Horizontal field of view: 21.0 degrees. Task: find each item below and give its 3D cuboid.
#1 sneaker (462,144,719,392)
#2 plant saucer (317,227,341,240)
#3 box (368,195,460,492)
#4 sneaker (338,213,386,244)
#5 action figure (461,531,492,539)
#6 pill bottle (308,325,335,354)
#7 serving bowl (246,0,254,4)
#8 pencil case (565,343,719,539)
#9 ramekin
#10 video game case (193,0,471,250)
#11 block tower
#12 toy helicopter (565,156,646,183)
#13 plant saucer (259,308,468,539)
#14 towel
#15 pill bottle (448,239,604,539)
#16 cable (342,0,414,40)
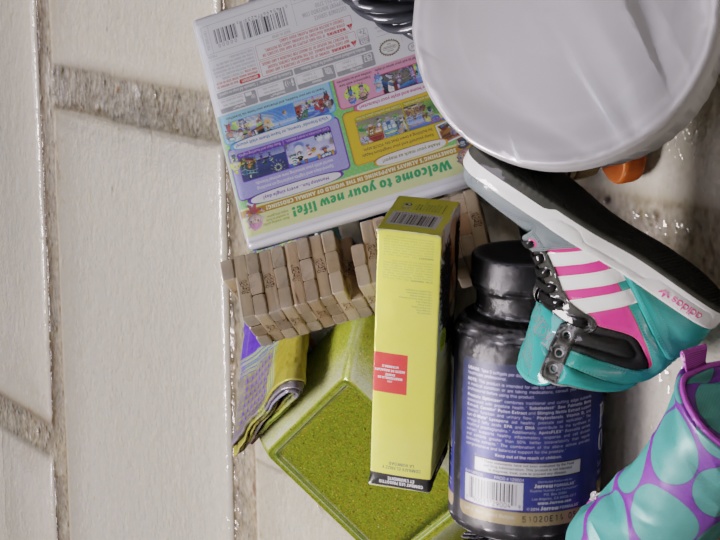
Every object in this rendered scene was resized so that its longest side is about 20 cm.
[{"bbox_3d":[0.128,0.011,1.272,0.121,0.200,0.084,-54,5,21],"label":"sneaker"},{"bbox_3d":[-0.027,-0.088,1.615,0.200,0.027,0.201,175,90,-90],"label":"plant saucer"},{"bbox_3d":[0.039,0.053,1.390,0.075,0.050,0.201,-58,-27,-63],"label":"box"},{"bbox_3d":[0.036,-0.111,1.484,0.077,0.111,0.201,-7,-83,-80],"label":"sneaker"},{"bbox_3d":[0.079,0.300,1.506,0.119,0.102,0.201,-51,-30,-70],"label":"action figure"},{"bbox_3d":[-0.001,0.068,1.595,0.111,0.111,0.200,64,145,29],"label":"pill bottle"},{"bbox_3d":[-0.033,-0.251,1.557,0.201,0.066,0.200,-62,3,7],"label":"serving bowl"},{"bbox_3d":[0.204,0.144,1.278,0.093,0.085,0.200,58,142,27],"label":"pencil case"},{"bbox_3d":[0.143,-0.156,1.234,0.201,0.094,0.204,-3,83,24],"label":"ramekin"},{"bbox_3d":[-0.013,-0.129,1.446,0.022,0.199,0.183,13,-118,-74],"label":"video game case"},{"bbox_3d":[0.000,0.000,1.451,0.054,0.199,0.058,61,-164,-62],"label":"block tower"},{"bbox_3d":[0.123,-0.126,1.376,0.200,0.078,0.133,-161,60,-71],"label":"toy helicopter"},{"bbox_3d":[0.017,0.149,1.527,0.200,0.048,0.200,44,137,0],"label":"plant saucer"},{"bbox_3d":[-0.070,0.037,1.571,0.144,0.023,0.201,130,148,-56],"label":"towel"},{"bbox_3d":[0.119,0.084,1.387,0.112,0.111,0.201,23,115,57],"label":"pill bottle"},{"bbox_3d":[0.064,-0.244,1.399,0.199,0.051,0.164,-30,82,18],"label":"cable"}]
